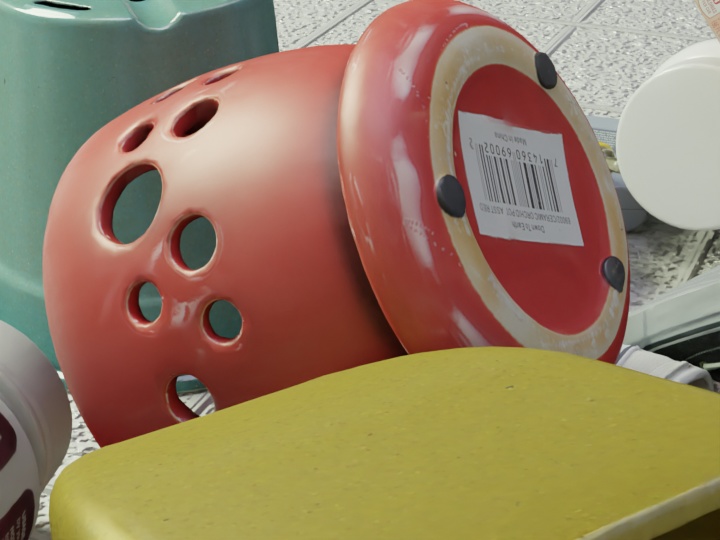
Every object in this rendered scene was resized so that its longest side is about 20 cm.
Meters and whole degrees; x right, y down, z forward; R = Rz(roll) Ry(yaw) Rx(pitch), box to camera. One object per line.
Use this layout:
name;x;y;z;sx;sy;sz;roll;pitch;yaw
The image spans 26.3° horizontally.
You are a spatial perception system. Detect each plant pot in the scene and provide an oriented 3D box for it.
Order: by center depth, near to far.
plant pot;0.005;0.128;0.471;0.194;0.196;0.200;-16;23;-29
plant pot;0.000;0.000;0.641;0.182;0.201;0.200;-18;13;36
plant pot;-0.120;-0.066;0.841;0.200;0.196;0.200;-1;26;0

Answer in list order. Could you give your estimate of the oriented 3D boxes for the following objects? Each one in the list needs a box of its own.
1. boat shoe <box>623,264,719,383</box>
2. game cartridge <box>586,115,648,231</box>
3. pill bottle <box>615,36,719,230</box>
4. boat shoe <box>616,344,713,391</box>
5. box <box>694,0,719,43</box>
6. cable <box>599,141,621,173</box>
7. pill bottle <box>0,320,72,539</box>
boat shoe;0.191;0.031;0.747;0.072;0.071;0.200;-26;0;-26
game cartridge;0.104;-0.073;1.036;0.200;0.042;0.133;10;32;19
pill bottle;0.236;-0.090;0.948;0.114;0.114;0.200;14;19;25
boat shoe;0.117;0.089;0.677;0.070;0.071;0.200;7;20;20
box;0.284;-0.099;0.828;0.103;0.200;0.095;-28;4;41
cable;0.097;-0.082;0.993;0.097;0.050;0.200;-11;15;-5
pill bottle;-0.195;0.100;0.595;0.114;0.114;0.200;6;27;12
